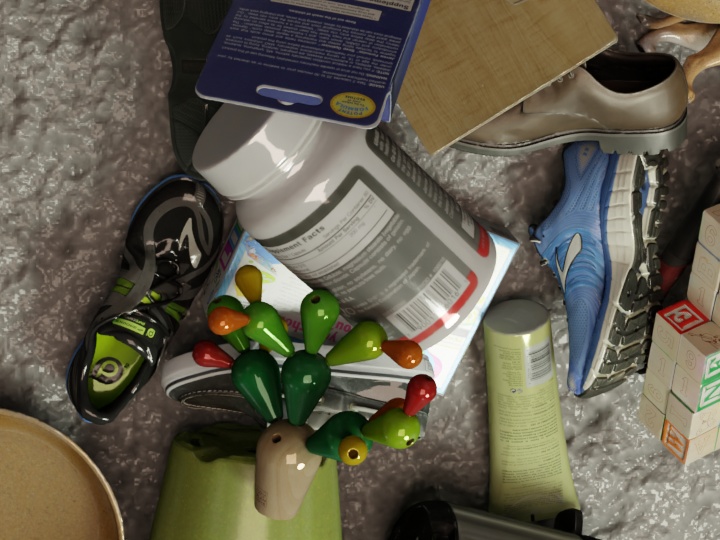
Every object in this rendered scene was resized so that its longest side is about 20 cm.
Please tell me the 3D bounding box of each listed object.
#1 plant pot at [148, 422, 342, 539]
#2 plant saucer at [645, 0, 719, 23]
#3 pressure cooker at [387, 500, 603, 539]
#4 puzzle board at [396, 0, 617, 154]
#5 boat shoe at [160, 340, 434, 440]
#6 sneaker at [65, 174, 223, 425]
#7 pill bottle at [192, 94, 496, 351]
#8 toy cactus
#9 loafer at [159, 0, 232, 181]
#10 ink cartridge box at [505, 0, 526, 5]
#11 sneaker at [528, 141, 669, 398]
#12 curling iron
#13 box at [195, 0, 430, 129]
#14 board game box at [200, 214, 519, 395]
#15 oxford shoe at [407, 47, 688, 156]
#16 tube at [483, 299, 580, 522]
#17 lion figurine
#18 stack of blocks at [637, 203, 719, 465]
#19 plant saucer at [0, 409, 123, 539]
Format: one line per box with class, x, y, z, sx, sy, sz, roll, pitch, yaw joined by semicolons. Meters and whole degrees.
plant pot;-0.087;0.218;1.284;0.200;0.200;0.190;3;96;-10
plant saucer;0.257;-0.273;1.199;0.200;0.035;0.200;-1;97;-7
pressure cooker;0.115;0.281;1.323;0.200;0.179;0.176;15;116;-12
puzzle board;0.061;-0.202;1.183;0.151;0.017;0.200;-32;84;7
boat shoe;-0.046;0.093;1.244;0.200;0.072;0.071;-1;70;3
sneaker;-0.152;0.026;1.241;0.071;0.083;0.200;24;102;-18
pill bottle;-0.011;-0.042;1.170;0.114;0.114;0.200;-44;115;8
toy cactus;-0.043;0.094;1.159;0.200;0.102;0.165;24;113;27
loafer;-0.097;-0.165;1.201;0.072;0.063;0.200;15;111;29
ink cartridge box;0.089;-0.300;1.119;0.165;0.075;0.200;30;75;-16
sneaker;0.174;-0.005;1.282;0.079;0.089;0.200;0;97;-53
curling iron;0.242;-0.001;1.288;0.026;0.050;0.200;-9;132;-36
box;-0.023;-0.162;1.114;0.121;0.200;0.032;12;140;9
board game box;0.000;0.000;1.273;0.200;0.034;0.134;21;106;-20
oxford shoe;0.131;-0.131;1.217;0.200;0.073;0.084;-4;136;3
tube;0.127;0.118;1.341;0.058;0.052;0.200;13;126;32
lion figurine;0.297;-0.137;1.259;0.122;0.072;0.200;-36;109;1
stack of blocks;0.279;0.038;1.271;0.115;0.059;0.200;-21;137;-24
plant saucer;-0.270;0.192;1.283;0.200;0.035;0.200;1;104;6
